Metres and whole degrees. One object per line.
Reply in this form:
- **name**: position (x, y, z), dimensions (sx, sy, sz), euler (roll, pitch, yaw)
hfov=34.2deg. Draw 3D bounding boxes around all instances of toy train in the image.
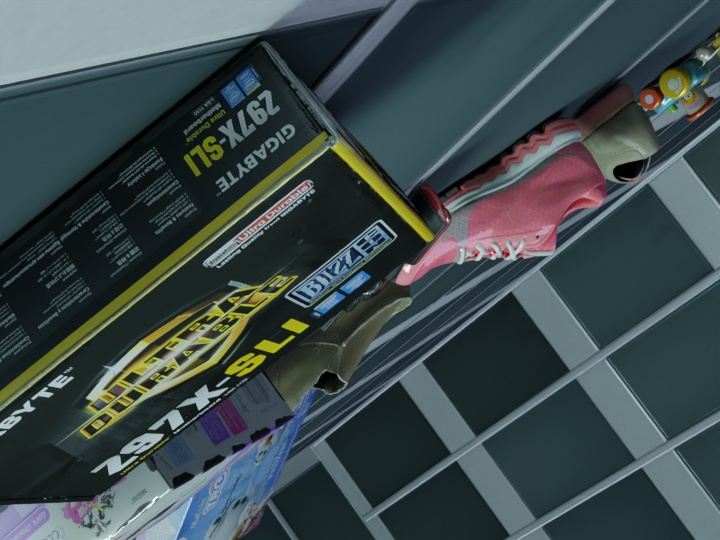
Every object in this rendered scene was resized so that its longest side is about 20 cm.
- **toy train**: position (0.375, -0.209, 1.219), dimensions (0.199, 0.056, 0.150), euler (-37, 172, 1)

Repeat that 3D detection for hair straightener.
- **hair straightener**: position (0.000, 0.000, 0.874), dimensions (0.077, 0.041, 0.200), euler (-33, 176, -25)

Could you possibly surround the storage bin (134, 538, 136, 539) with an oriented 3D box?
- **storage bin**: position (-0.254, 0.301, 1.228), dimensions (0.199, 0.094, 0.198), euler (-34, 176, 28)

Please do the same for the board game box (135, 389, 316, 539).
- **board game box**: position (-0.129, 0.194, 1.126), dimensions (0.199, 0.043, 0.201), euler (-22, 139, -61)

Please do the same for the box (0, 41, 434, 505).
- **box**: position (-0.076, 0.015, 0.453), dimensions (0.200, 0.049, 0.160), euler (-38, 165, 5)

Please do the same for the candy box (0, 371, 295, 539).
- **candy box**: position (-0.163, 0.148, 0.865), dimensions (0.167, 0.072, 0.200), euler (-39, 173, 20)

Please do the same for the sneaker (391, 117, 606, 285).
- **sneaker**: position (0.114, -0.038, 0.938), dimensions (0.200, 0.087, 0.074), euler (-36, 172, -7)

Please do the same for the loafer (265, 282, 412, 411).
- **loafer**: position (-0.026, 0.072, 1.042), dimensions (0.199, 0.068, 0.076), euler (-34, 172, -22)

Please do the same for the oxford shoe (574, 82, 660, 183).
- **oxford shoe**: position (0.223, -0.104, 1.084), dimensions (0.070, 0.075, 0.200), euler (-37, 173, -4)
